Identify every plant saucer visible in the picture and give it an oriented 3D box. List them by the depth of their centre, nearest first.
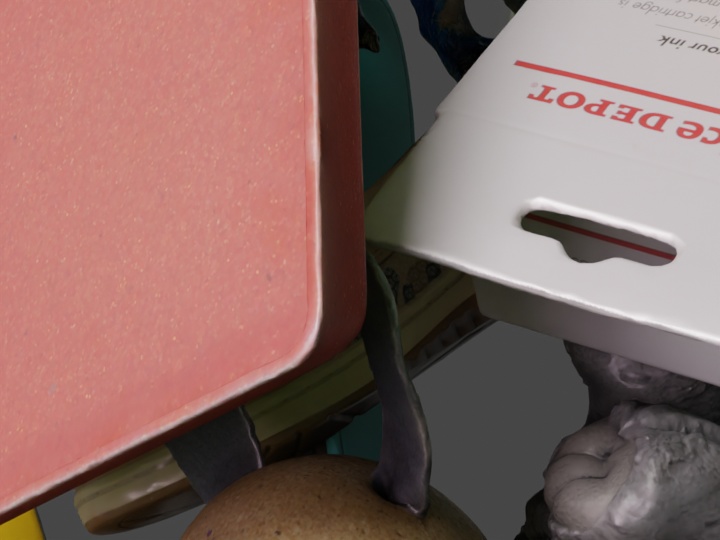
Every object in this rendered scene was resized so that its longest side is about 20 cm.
[{"bbox_3d":[-0.065,-0.034,0.707,0.199,0.037,0.201,-27,54,41],"label":"plant saucer"}]

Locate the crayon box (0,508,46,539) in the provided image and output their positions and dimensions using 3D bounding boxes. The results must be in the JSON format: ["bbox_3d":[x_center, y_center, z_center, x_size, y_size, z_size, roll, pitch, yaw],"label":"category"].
[{"bbox_3d":[-0.176,0.115,0.797,0.173,0.199,0.059,-115,30,-46],"label":"crayon box"}]

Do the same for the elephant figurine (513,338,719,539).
[{"bbox_3d":[0.046,0.104,0.782,0.200,0.141,0.156,-44,43,22],"label":"elephant figurine"}]

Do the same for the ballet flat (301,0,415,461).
[{"bbox_3d":[-0.021,0.016,0.870,0.073,0.073,0.202,-7,85,35],"label":"ballet flat"}]

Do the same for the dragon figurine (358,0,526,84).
[{"bbox_3d":[0.008,-0.108,0.785,0.200,0.059,0.100,20,132,52],"label":"dragon figurine"}]

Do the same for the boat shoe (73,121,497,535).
[{"bbox_3d":[0.000,0.000,0.804,0.199,0.073,0.063,-34,85,-13],"label":"boat shoe"}]

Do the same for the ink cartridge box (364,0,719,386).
[{"bbox_3d":[0.098,-0.036,0.708,0.115,0.200,0.067,17,140,31],"label":"ink cartridge box"}]

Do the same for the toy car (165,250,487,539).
[{"bbox_3d":[-0.020,0.099,0.676,0.164,0.157,0.202,-7,85,51],"label":"toy car"}]
